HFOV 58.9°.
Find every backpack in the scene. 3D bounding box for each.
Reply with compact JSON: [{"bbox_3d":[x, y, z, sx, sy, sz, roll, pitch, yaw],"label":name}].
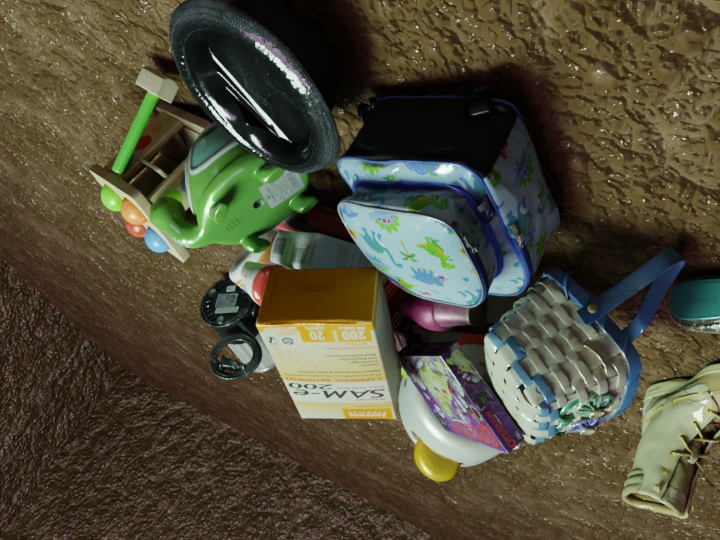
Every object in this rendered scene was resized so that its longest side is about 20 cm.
[{"bbox_3d":[0.084,-0.053,0.616,0.181,0.149,0.200,11,154,45],"label":"backpack"}]

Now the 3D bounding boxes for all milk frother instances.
[{"bbox_3d":[-0.227,0.152,1.279,0.177,0.203,0.189,11,149,29],"label":"milk frother"}]

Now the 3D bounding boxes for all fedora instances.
[{"bbox_3d":[-0.086,-0.194,0.621,0.197,0.093,0.202,26,154,13],"label":"fedora"}]

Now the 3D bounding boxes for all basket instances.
[{"bbox_3d":[0.223,0.074,0.636,0.140,0.198,0.177,49,170,30],"label":"basket"}]

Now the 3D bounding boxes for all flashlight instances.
[{"bbox_3d":[-0.044,-0.070,0.834,0.196,0.067,0.070,14,106,27],"label":"flashlight"}]

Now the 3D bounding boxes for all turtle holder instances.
[{"bbox_3d":[-0.154,-0.102,0.777,0.140,0.186,0.133,6,-137,-54],"label":"turtle holder"}]

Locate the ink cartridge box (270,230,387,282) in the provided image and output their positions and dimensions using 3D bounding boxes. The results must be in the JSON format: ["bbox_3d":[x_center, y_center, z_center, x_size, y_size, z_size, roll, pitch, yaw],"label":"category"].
[{"bbox_3d":[0.000,0.000,0.801,0.196,0.048,0.159,18,176,-24],"label":"ink cartridge box"}]

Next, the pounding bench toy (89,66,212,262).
[{"bbox_3d":[-0.269,-0.137,0.832,0.123,0.156,0.201,28,157,36],"label":"pounding bench toy"}]

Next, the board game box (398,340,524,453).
[{"bbox_3d":[0.103,0.138,0.725,0.121,0.032,0.200,51,167,0],"label":"board game box"}]

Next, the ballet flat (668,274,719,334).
[{"bbox_3d":[0.367,0.028,0.549,0.074,0.069,0.199,17,167,-22],"label":"ballet flat"}]

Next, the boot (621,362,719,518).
[{"bbox_3d":[0.375,0.192,0.708,0.072,0.157,0.200,33,155,-5],"label":"boot"}]

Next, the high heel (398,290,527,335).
[{"bbox_3d":[0.134,0.044,0.756,0.095,0.069,0.198,5,174,39],"label":"high heel"}]

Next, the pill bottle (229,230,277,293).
[{"bbox_3d":[-0.100,0.027,1.009,0.199,0.113,0.112,40,154,-17],"label":"pill bottle"}]

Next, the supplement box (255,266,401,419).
[{"bbox_3d":[-0.027,0.089,0.714,0.123,0.075,0.202,-2,140,12],"label":"supplement box"}]

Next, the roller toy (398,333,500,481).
[{"bbox_3d":[0.148,0.181,0.913,0.178,0.204,0.140,-11,157,-10],"label":"roller toy"}]

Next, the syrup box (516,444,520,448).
[{"bbox_3d":[0.218,0.267,1.114,0.080,0.080,0.201,31,155,1],"label":"syrup box"}]

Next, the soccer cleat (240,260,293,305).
[{"bbox_3d":[-0.063,0.037,0.799,0.198,0.070,0.085,24,-177,-39],"label":"soccer cleat"}]

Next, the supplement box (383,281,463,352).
[{"bbox_3d":[0.049,0.061,0.896,0.197,0.109,0.062,7,135,41],"label":"supplement box"}]
